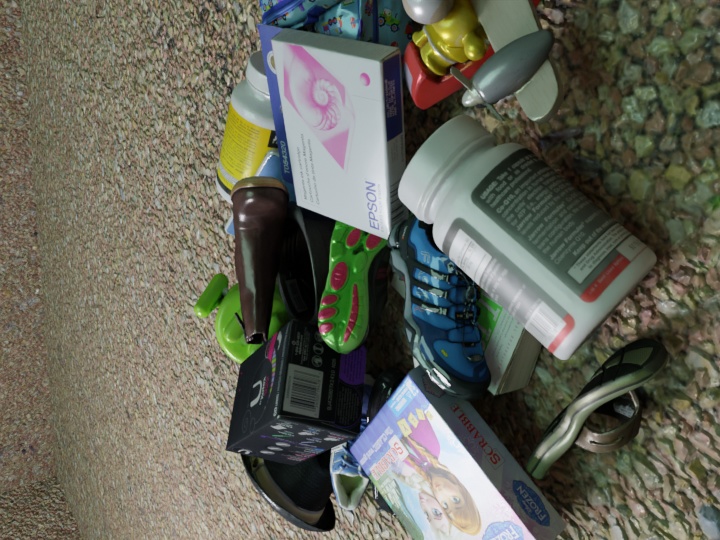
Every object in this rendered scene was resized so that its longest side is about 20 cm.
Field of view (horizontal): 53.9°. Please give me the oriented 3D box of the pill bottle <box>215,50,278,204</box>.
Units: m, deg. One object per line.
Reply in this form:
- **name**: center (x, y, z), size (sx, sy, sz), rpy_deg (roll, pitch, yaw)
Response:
- **pill bottle**: center (-0.130, -0.189, 0.973), size (0.113, 0.111, 0.202), rpy_deg (52, 138, 33)

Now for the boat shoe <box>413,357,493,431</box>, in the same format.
- **boat shoe**: center (0.098, 0.164, 0.783), size (0.069, 0.070, 0.203), rpy_deg (-32, 76, 56)

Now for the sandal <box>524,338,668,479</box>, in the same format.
- **sandal**: center (0.212, 0.129, 0.621), size (0.057, 0.079, 0.202), rpy_deg (41, 140, 18)

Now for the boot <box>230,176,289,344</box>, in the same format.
- **boot**: center (-0.120, -0.007, 0.863), size (0.200, 0.071, 0.169), rpy_deg (118, 149, -69)

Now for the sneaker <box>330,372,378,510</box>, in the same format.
- **sneaker**: center (0.000, 0.222, 0.917), size (0.077, 0.074, 0.203), rpy_deg (-85, -1, -61)

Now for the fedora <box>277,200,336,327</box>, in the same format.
- **fedora**: center (-0.047, -0.005, 0.921), size (0.200, 0.089, 0.180), rpy_deg (157, 103, -70)

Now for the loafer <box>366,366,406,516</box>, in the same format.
- **loafer**: center (0.051, 0.216, 0.877), size (0.070, 0.068, 0.204), rpy_deg (18, 119, 42)

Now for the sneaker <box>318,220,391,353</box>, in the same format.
- **sneaker**: center (0.000, 0.000, 0.828), size (0.076, 0.084, 0.203), rpy_deg (15, 74, 15)

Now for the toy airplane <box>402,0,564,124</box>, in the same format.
- **toy airplane**: center (0.102, -0.232, 0.598), size (0.199, 0.139, 0.203), rpy_deg (29, 115, 54)

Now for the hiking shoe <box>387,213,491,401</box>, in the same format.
- **hiking shoe**: center (0.083, 0.025, 0.689), size (0.087, 0.073, 0.203), rpy_deg (-45, 57, 49)

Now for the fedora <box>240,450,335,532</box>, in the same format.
- **fedora**: center (-0.084, 0.285, 1.045), size (0.092, 0.200, 0.201), rpy_deg (-49, 52, 6)

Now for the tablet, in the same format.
- **tablet**: center (-0.099, -0.081, 0.965), size (0.200, 0.129, 0.014), rpy_deg (-46, 26, 50)

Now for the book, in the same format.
- **book**: center (0.114, 0.012, 0.746), size (0.200, 0.047, 0.135), rpy_deg (46, 133, 43)

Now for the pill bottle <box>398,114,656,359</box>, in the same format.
- **pill bottle**: center (0.134, -0.033, 0.598), size (0.200, 0.113, 0.115), rpy_deg (44, 135, 18)

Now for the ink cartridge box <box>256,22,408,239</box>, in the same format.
- **ink cartridge box**: center (-0.039, -0.150, 0.761), size (0.198, 0.043, 0.199), rpy_deg (21, 133, 33)

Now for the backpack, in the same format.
- **backpack**: center (-0.027, -0.290, 0.778), size (0.181, 0.133, 0.204), rpy_deg (8, 107, 53)

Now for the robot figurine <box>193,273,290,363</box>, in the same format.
- **robot figurine**: center (-0.154, 0.072, 1.050), size (0.116, 0.174, 0.200), rpy_deg (-55, 10, 0)

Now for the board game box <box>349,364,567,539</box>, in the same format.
- **board game box**: center (0.088, 0.222, 0.740), size (0.200, 0.041, 0.201), rpy_deg (51, 144, 18)

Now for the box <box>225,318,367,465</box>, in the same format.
- **box**: center (-0.084, 0.158, 0.885), size (0.200, 0.105, 0.124), rpy_deg (-41, 37, 53)
